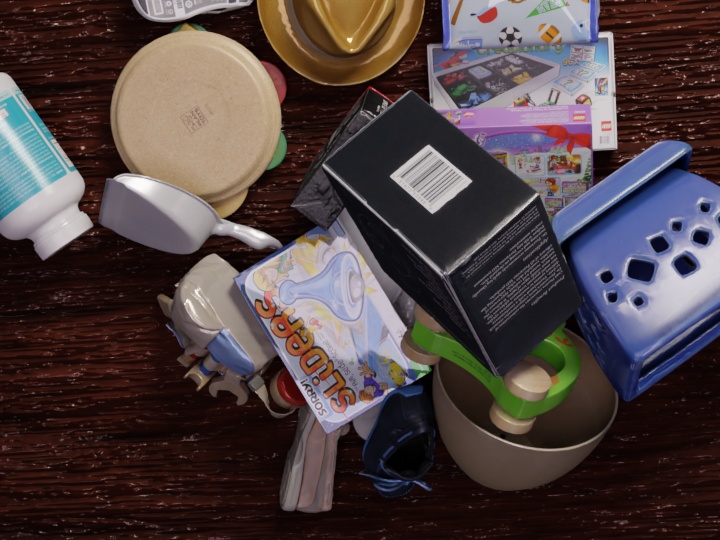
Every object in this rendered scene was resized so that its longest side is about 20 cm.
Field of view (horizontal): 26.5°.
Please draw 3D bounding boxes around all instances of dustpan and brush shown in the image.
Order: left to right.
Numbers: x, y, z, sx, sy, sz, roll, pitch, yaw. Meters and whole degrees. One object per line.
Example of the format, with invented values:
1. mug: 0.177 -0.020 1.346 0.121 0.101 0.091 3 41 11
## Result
1. dustpan and brush: -0.185 -0.052 1.698 0.200 0.140 0.057 27 65 -3

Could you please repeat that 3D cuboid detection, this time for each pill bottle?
1. pill bottle: -0.383 -0.112 1.705 0.111 0.111 0.200 -34 95 11

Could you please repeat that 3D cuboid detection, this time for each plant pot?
1. plant pot: 0.165 0.163 1.669 0.200 0.200 0.135 18 131 3
2. plant pot: 0.302 -0.006 1.577 0.200 0.200 0.180 -34 73 -5

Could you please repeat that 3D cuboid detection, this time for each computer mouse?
1. computer mouse: -0.152 -0.321 1.676 0.200 0.044 0.110 -8 104 2

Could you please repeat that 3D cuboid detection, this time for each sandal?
1. sandal: 0.043 0.098 1.724 0.050 0.082 0.203 5 102 -40

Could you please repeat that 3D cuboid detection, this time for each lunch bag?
1. lunch bag: 0.165 -0.339 1.594 0.170 0.124 0.200 -3 108 8

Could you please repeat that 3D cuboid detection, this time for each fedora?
1. fedora: -0.016 -0.293 1.623 0.200 0.082 0.201 -2 104 -8

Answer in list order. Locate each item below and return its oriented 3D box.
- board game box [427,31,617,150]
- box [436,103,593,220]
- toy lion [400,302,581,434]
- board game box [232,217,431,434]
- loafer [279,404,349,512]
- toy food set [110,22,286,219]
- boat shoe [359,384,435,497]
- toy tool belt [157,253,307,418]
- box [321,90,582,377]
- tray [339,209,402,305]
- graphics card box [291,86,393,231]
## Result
1. board game box: 0.176 -0.190 1.664 0.200 0.035 0.126 -2 101 7
2. box: 0.150 -0.110 1.651 0.200 0.039 0.137 -1 130 7
3. toy lion: 0.154 0.065 1.630 0.200 0.192 0.069 38 130 25
4. board game box: -0.031 0.059 1.667 0.135 0.034 0.200 -32 86 -2
5. loafer: -0.042 0.186 1.750 0.063 0.072 0.200 11 110 -13
6. toy food set: -0.178 -0.169 1.702 0.200 0.049 0.198 41 102 -2
7. boat shoe: 0.042 0.205 1.683 0.084 0.200 0.069 -15 56 -10
8. toy tool belt: -0.144 0.087 1.727 0.200 0.125 0.123 50 143 -2
9. box: 0.091 -0.034 1.486 0.124 0.197 0.200 -40 53 -8
10. tray: 0.000 0.000 1.706 0.107 0.022 0.200 36 113 11
11. graphics card box: -0.012 -0.122 1.614 0.051 0.200 0.126 37 102 -5
